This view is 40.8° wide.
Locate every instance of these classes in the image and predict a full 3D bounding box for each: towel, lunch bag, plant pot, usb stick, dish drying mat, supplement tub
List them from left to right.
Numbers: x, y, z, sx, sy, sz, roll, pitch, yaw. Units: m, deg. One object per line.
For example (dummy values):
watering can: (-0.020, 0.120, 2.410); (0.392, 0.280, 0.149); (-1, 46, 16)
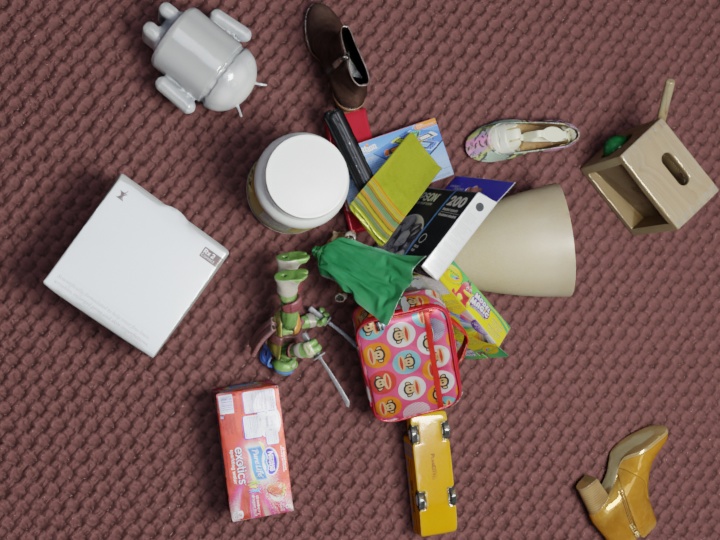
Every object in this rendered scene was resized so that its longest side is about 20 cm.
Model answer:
supplement tub: (-0.097, -0.133, 1.489); (0.144, 0.200, 0.145); (0, 88, -12)
dish drying mat: (-0.006, -0.164, 1.602); (0.076, 0.018, 0.201); (-13, 90, -15)
usb stick: (-0.004, -0.166, 1.545); (0.033, 0.055, 0.201); (-25, 96, 10)
towel: (0.059, -0.133, 1.545); (0.086, 0.018, 0.200); (50, 53, -18)
lunch bag: (0.085, 0.132, 1.521); (0.175, 0.082, 0.201); (-13, 117, -3)
plant pot: (0.232, -0.037, 1.583); (0.199, 0.187, 0.188); (-7, 90, 2)

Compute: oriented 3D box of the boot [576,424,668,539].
boot: (0.478, 0.376, 1.672); (0.201, 0.071, 0.144); (-37, 102, -7)

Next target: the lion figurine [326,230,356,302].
lion figurine: (0.017, 0.027, 1.574); (0.072, 0.123, 0.200); (-35, 115, 21)

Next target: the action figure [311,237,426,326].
action figure: (0.000, 0.000, 1.475); (0.118, 0.200, 0.055); (-57, 144, -10)

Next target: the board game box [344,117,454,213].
board game box: (0.051, -0.175, 1.602); (0.199, 0.019, 0.103); (-21, 95, -19)

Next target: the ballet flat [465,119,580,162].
ballet flat: (0.278, -0.226, 1.637); (0.199, 0.071, 0.069); (-7, 91, -12)

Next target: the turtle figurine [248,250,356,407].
turtle figurine: (-0.073, 0.077, 1.508); (0.144, 0.199, 0.195); (-39, 133, -49)

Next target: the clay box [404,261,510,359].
clay box: (0.154, 0.063, 1.564); (0.200, 0.115, 0.048); (47, 61, -21)

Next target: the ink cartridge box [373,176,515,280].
ink cartridge box: (0.126, -0.083, 1.537); (0.043, 0.198, 0.200); (44, 80, -22)

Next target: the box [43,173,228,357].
box: (-0.337, -0.005, 1.470); (0.199, 0.131, 0.200); (36, 82, -8)

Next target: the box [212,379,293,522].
box: (-0.169, 0.280, 1.516); (0.099, 0.095, 0.201); (-8, 90, -12)

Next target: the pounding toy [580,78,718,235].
pounding toy: (0.488, -0.184, 1.622); (0.142, 0.184, 0.200); (-41, 97, -10)

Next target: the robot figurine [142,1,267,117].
robot figurine: (-0.244, -0.328, 1.507); (0.200, 0.113, 0.170); (38, 83, -8)

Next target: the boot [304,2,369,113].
boot: (-0.031, -0.356, 1.522); (0.072, 0.166, 0.201); (-17, 84, -11)

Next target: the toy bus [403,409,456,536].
toy bus: (0.113, 0.328, 1.584); (0.065, 0.078, 0.201); (-6, 90, -11)
